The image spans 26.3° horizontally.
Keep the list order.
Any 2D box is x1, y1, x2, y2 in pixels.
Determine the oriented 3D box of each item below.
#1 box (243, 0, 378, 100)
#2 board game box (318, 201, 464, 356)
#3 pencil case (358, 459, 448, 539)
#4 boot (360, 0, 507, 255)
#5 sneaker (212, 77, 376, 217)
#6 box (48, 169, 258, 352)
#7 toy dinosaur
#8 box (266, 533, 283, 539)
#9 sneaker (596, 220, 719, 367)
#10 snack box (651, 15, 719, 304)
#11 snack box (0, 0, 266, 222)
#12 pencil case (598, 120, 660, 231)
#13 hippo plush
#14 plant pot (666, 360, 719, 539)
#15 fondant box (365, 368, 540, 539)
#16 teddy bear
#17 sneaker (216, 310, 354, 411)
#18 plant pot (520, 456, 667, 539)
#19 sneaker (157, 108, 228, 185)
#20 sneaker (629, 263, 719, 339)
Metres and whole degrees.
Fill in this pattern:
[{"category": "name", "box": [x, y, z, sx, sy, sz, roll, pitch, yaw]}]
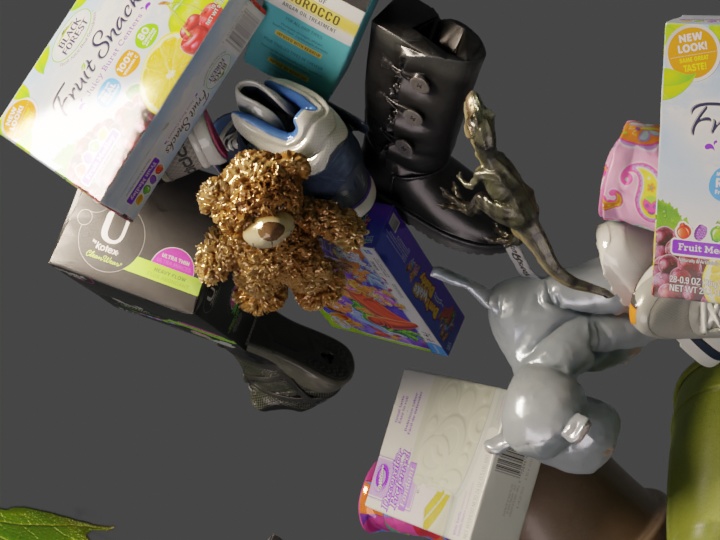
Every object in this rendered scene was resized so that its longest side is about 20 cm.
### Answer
[{"category": "box", "box": [-0.026, -0.224, 1.213, 0.082, 0.049, 0.200, 28, 143, 0]}, {"category": "board game box", "box": [0.000, 0.000, 1.405, 0.133, 0.045, 0.200, 13, 156, 31]}, {"category": "pencil case", "box": [0.098, 0.262, 1.675, 0.198, 0.089, 0.089, 10, 139, 25]}, {"category": "boot", "box": [0.077, -0.116, 1.272, 0.163, 0.066, 0.201, 20, 138, 7]}, {"category": "sneaker", "box": [-0.080, -0.124, 1.293, 0.199, 0.081, 0.147, 28, 162, 38]}, {"category": "box", "box": [-0.171, -0.019, 1.415, 0.147, 0.125, 0.200, 18, 170, 12]}, {"category": "toy dinosaur", "box": [0.118, -0.047, 1.236, 0.201, 0.047, 0.088, 54, 151, -18]}, {"category": "box", "box": [-0.075, 0.443, 2.018, 0.197, 0.050, 0.200, 32, 142, -7]}, {"category": "sneaker", "box": [0.270, 0.006, 1.269, 0.080, 0.077, 0.199, -25, 138, 38]}, {"category": "snack box", "box": [0.298, -0.076, 1.094, 0.167, 0.068, 0.202, 5, 104, 22]}, {"category": "snack box", "box": [-0.186, -0.160, 1.236, 0.142, 0.201, 0.053, 31, 178, 33]}, {"category": "pencil case", "box": [0.286, -0.055, 1.191, 0.198, 0.088, 0.088, 15, 141, 13]}, {"category": "hippo plush", "box": [0.180, 0.082, 1.314, 0.158, 0.162, 0.200, -23, 140, 31]}, {"category": "plant pot", "box": [0.351, 0.206, 1.362, 0.198, 0.194, 0.201, 17, 142, 14]}, {"category": "fondant box", "box": [0.091, 0.180, 1.472, 0.058, 0.146, 0.199, 20, 173, -26]}, {"category": "teddy bear", "box": [-0.069, -0.016, 1.265, 0.143, 0.067, 0.201, 9, 148, -6]}, {"category": "sneaker", "box": [-0.114, 0.084, 1.601, 0.198, 0.077, 0.114, 29, 137, -11]}, {"category": "plant pot", "box": [0.195, 0.238, 1.524, 0.200, 0.200, 0.175, -28, 100, 47]}, {"category": "sneaker", "box": [-0.188, -0.140, 1.310, 0.200, 0.087, 0.074, 54, 170, 40]}, {"category": "sneaker", "box": [0.310, 0.025, 1.197, 0.198, 0.092, 0.076, -8, 117, -7]}]
